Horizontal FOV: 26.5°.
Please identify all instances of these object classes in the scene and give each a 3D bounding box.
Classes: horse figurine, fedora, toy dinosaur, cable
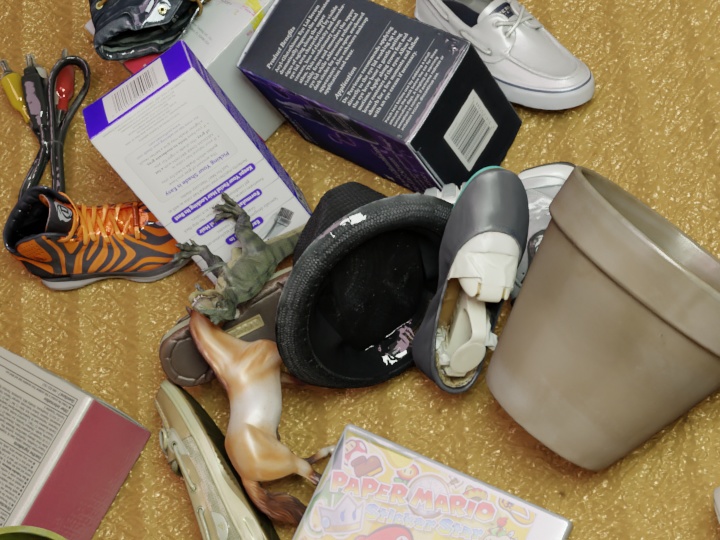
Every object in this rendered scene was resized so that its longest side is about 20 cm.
[{"bbox_3d":[-0.070,0.119,1.261,0.050,0.132,0.201,-28,64,59],"label":"horse figurine"},{"bbox_3d":[0.000,0.000,1.233,0.200,0.201,0.092,-39,49,4],"label":"fedora"},{"bbox_3d":[-0.102,-0.017,1.297,0.088,0.048,0.200,29,43,17],"label":"toy dinosaur"},{"bbox_3d":[-0.310,-0.139,1.549,0.097,0.050,0.201,-12,74,1],"label":"cable"}]

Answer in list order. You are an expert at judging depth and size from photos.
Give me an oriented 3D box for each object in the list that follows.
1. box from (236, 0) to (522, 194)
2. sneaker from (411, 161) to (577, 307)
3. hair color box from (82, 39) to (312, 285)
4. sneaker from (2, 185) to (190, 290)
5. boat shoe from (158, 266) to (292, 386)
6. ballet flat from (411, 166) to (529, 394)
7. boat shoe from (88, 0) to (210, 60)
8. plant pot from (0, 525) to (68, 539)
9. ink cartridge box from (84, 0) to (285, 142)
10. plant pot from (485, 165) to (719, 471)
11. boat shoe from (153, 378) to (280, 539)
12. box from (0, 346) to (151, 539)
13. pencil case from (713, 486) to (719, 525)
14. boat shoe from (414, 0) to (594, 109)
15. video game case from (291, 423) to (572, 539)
[{"bbox_3d":[0.017,-0.154,1.331,0.200,0.148,0.105,27,81,33],"label":"box"},{"bbox_3d":[0.101,-0.013,1.273,0.199,0.075,0.116,-16,64,16],"label":"sneaker"},{"bbox_3d":[-0.139,-0.089,1.337,0.109,0.200,0.065,-33,34,6],"label":"hair color box"},{"bbox_3d":[-0.241,-0.037,1.415,0.199,0.112,0.078,-17,62,16],"label":"sneaker"},{"bbox_3d":[-0.080,0.036,1.333,0.201,0.075,0.075,-17,102,-5],"label":"boat shoe"},{"bbox_3d":[0.090,0.017,1.180,0.073,0.073,0.201,45,134,33],"label":"ballet flat"},{"bbox_3d":[-0.149,-0.251,1.328,0.200,0.071,0.091,-20,62,22],"label":"boat shoe"},{"bbox_3d":[-0.232,0.323,1.201,0.200,0.193,0.201,-10,63,20],"label":"plant pot"},{"bbox_3d":[-0.118,-0.229,1.426,0.200,0.145,0.145,-46,58,0],"label":"ink cartridge box"},{"bbox_3d":[0.192,0.050,1.152,0.200,0.200,0.174,45,107,33],"label":"plant pot"},{"bbox_3d":[-0.133,0.181,1.295,0.063,0.073,0.201,-34,65,2],"label":"boat shoe"},{"bbox_3d":[-0.300,0.189,1.343,0.128,0.109,0.201,24,79,31],"label":"box"},{"bbox_3d":[0.348,0.156,1.081,0.199,0.078,0.090,-28,44,10],"label":"pencil case"},{"bbox_3d":[0.121,-0.206,1.343,0.200,0.066,0.074,31,55,31],"label":"boat shoe"},{"bbox_3d":[0.039,0.240,1.195,0.199,0.023,0.183,22,77,19],"label":"video game case"}]
